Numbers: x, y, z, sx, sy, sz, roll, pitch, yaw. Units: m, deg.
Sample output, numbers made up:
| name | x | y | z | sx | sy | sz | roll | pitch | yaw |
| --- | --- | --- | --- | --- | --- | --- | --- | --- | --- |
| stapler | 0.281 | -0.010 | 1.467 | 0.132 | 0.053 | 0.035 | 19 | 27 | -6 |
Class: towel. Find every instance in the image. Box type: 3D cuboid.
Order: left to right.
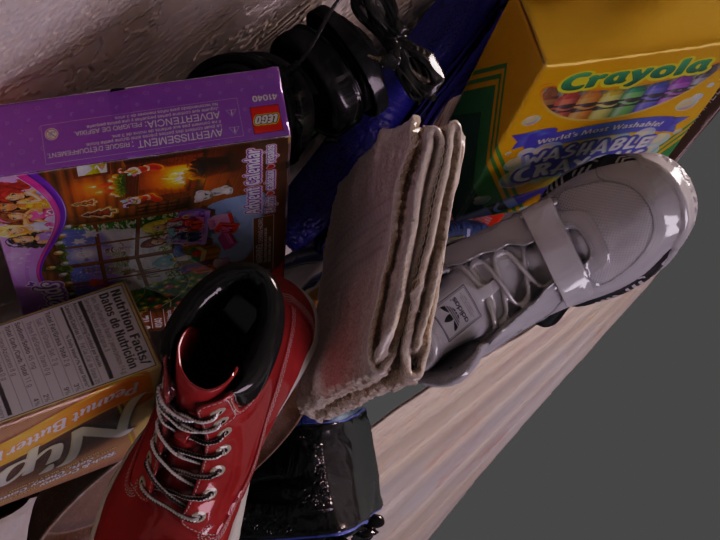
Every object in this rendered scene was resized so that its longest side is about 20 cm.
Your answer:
| name | x | y | z | sx | sy | sz | roll | pitch | yaw |
| --- | --- | --- | --- | --- | --- | --- | --- | --- | --- |
| towel | 0.004 | 0.003 | 0.866 | 0.200 | 0.034 | 0.133 | 139 | -36 | -73 |
| towel | 0.032 | -0.100 | 1.019 | 0.200 | 0.049 | 0.148 | -50 | 179 | 22 |

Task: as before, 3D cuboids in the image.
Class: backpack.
| name | x | y | z | sx | sy | sz | roll | pitch | yaw |
| --- | --- | --- | --- | --- | --- | --- | --- | --- | --- |
| backpack | -0.094 | 0.148 | 1.239 | 0.198 | 0.136 | 0.183 | -9 | 177 | 9 |

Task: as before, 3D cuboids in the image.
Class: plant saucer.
| name | x | y | z | sx | sy | sz | roll | pitch | yaw |
| --- | --- | --- | --- | --- | --- | --- | --- | --- | --- |
| plant saucer | -0.120 | 0.115 | 1.027 | 0.200 | 0.035 | 0.200 | -34 | 163 | -12 |

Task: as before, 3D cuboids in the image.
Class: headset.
| name | x | y | z | sx | sy | sz | roll | pitch | yaw |
| --- | --- | --- | --- | --- | --- | --- | --- | --- | --- |
| headset | -0.029 | -0.081 | 0.891 | 0.123 | 0.094 | 0.200 | -32 | 172 | -37 |

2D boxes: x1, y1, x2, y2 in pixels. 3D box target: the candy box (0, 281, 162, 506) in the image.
| name | x | y | z | sx | sy | sz | roll | pitch | yaw |
| --- | --- | --- | --- | --- | --- | --- | --- | --- | --- |
| candy box | -0.201 | 0.082 | 0.852 | 0.199 | 0.056 | 0.116 | -20 | 160 | -20 |

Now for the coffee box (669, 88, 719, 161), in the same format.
| name | x | y | z | sx | sy | sz | roll | pitch | yaw |
| --- | --- | --- | --- | --- | --- | --- | --- | --- | --- |
| coffee box | 0.200 | -0.158 | 1.139 | 0.115 | 0.079 | 0.200 | -53 | -171 | 19 |

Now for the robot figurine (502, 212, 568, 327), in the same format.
| name | x | y | z | sx | sy | sz | roll | pitch | yaw |
| --- | --- | --- | --- | --- | --- | --- | --- | --- | --- |
| robot figurine | 0.139 | -0.053 | 1.280 | 0.150 | 0.125 | 0.200 | -47 | 171 | -39 |

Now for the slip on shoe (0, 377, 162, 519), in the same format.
| name | x | y | z | sx | sy | sz | roll | pitch | yaw |
| --- | --- | --- | --- | --- | --- | --- | --- | --- | --- |
| slip on shoe | -0.191 | 0.107 | 1.033 | 0.200 | 0.061 | 0.074 | -31 | 158 | -43 |

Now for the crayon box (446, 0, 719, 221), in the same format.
| name | x | y | z | sx | sy | sz | roll | pitch | yaw |
| --- | --- | --- | --- | --- | --- | --- | --- | --- | --- |
| crayon box | 0.126 | -0.102 | 0.929 | 0.125 | 0.052 | 0.200 | -10 | 156 | -18 |

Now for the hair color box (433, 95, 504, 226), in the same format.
| name | x | y | z | sx | sy | sz | roll | pitch | yaw |
| --- | --- | --- | --- | --- | --- | --- | --- | --- | --- |
| hair color box | 0.079 | -0.081 | 1.134 | 0.200 | 0.061 | 0.102 | -57 | -171 | 52 |

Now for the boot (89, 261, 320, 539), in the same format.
| name | x | y | z | sx | sy | sz | roll | pitch | yaw |
| --- | --- | --- | --- | --- | --- | --- | --- | --- | --- |
| boot | -0.086 | 0.090 | 0.804 | 0.144 | 0.072 | 0.201 | 36 | 79 | -83 |

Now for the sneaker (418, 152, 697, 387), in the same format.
| name | x | y | z | sx | sy | sz | roll | pitch | yaw |
| --- | --- | --- | --- | --- | --- | --- | --- | --- | --- |
| sneaker | 0.085 | 0.006 | 0.934 | 0.199 | 0.075 | 0.115 | -27 | -175 | 35 |

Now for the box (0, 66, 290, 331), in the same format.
| name | x | y | z | sx | sy | sz | roll | pitch | yaw |
| --- | --- | --- | --- | --- | --- | --- | --- | --- | --- |
| box | -0.105 | -0.024 | 0.836 | 0.136 | 0.039 | 0.200 | -9 | 157 | -7 |

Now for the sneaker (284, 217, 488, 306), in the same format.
| name | x | y | z | sx | sy | sz | roll | pitch | yaw |
| --- | --- | --- | --- | --- | --- | --- | --- | --- | --- |
| sneaker | 0.000 | 0.000 | 1.064 | 0.199 | 0.088 | 0.076 | -16 | 120 | -43 |

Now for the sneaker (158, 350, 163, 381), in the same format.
| name | x | y | z | sx | sy | sz | roll | pitch | yaw |
| --- | --- | --- | --- | --- | --- | --- | --- | --- | --- |
| sneaker | -0.093 | 0.063 | 1.149 | 0.200 | 0.070 | 0.093 | -40 | 179 | 9 |
